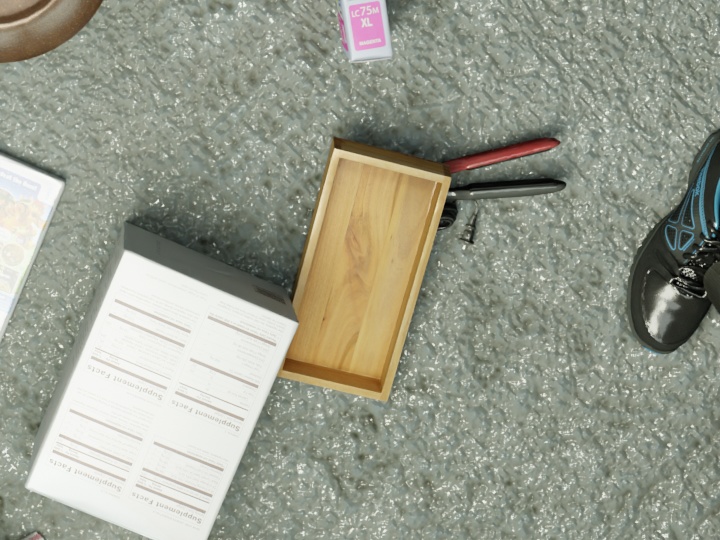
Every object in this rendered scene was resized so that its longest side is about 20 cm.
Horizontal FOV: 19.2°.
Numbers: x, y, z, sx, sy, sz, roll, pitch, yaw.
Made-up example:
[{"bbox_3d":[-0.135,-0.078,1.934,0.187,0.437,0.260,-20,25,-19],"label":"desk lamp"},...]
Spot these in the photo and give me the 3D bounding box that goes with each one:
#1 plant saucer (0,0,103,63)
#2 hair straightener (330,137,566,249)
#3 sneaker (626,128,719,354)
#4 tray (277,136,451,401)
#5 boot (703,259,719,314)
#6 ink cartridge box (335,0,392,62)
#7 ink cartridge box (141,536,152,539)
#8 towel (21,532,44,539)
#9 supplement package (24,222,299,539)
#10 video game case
[{"bbox_3d":[-0.290,-0.264,1.680,0.198,0.037,0.203,-1,100,-5],"label":"plant saucer"},{"bbox_3d":[0.073,-0.052,1.744,0.198,0.041,0.078,-13,100,-3],"label":"hair straightener"},{"bbox_3d":[0.279,-0.023,1.748,0.073,0.082,0.202,21,98,-10],"label":"sneaker"},{"bbox_3d":[0.000,0.000,1.729,0.098,0.037,0.202,13,109,-7],"label":"tray"},{"bbox_3d":[0.357,0.009,1.726,0.138,0.200,0.078,-36,63,-3],"label":"boot"},{"bbox_3d":[-0.009,-0.268,1.662,0.042,0.119,0.202,-7,100,-2],"label":"ink cartridge box"},{"bbox_3d":[-0.157,0.313,1.701,0.083,0.200,0.146,20,97,-10],"label":"ink cartridge box"},{"bbox_3d":[-0.281,0.330,1.724,0.030,0.146,0.202,-6,100,19],"label":"towel"},{"bbox_3d":[-0.158,0.091,1.689,0.149,0.152,0.202,23,96,-9],"label":"supplement package"},{"bbox_3d":[-0.342,-0.008,1.725,0.142,0.018,0.202,23,97,-8],"label":"video game case"}]
